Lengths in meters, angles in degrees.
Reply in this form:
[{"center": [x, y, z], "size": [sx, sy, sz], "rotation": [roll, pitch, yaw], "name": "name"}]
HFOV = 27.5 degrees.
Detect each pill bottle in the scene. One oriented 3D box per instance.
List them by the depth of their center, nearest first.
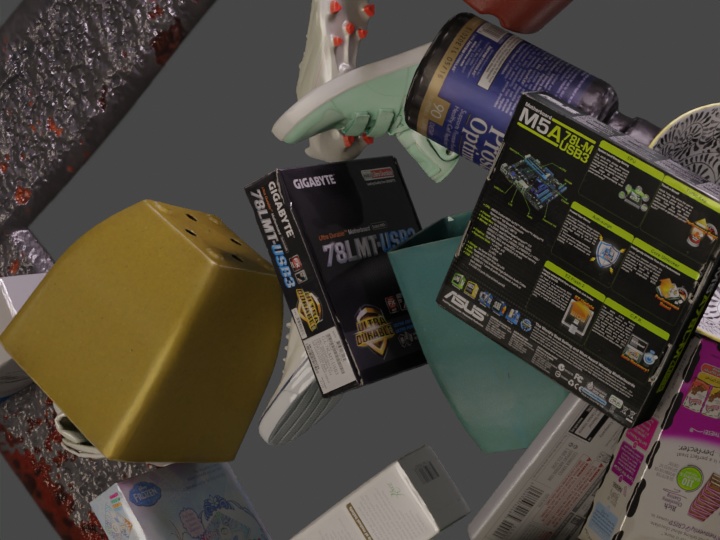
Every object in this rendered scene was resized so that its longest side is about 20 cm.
[{"center": [0.146, -0.127, 1.239], "size": [0.199, 0.112, 0.112], "rotation": [29, 107, 12], "name": "pill bottle"}]

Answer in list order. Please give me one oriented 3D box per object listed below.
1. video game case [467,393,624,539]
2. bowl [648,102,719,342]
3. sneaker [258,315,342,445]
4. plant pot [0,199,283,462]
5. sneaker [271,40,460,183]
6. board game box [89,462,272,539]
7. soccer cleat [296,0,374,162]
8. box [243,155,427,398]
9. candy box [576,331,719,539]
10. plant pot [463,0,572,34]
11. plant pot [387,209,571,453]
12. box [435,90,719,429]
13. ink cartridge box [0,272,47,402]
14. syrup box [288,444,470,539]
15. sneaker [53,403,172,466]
[{"center": [0.220, 0.191, 1.273], "size": [0.181, 0.022, 0.201], "rotation": [27, 111, -19], "name": "video game case"}, {"center": [0.296, -0.029, 1.213], "size": [0.199, 0.094, 0.202], "rotation": [3, 78, -14], "name": "bowl"}, {"center": [-0.044, 0.080, 1.441], "size": [0.071, 0.073, 0.201], "rotation": [44, 107, 34], "name": "sneaker"}, {"center": [-0.188, 0.048, 1.430], "size": [0.194, 0.195, 0.201], "rotation": [40, 104, 29], "name": "plant pot"}, {"center": [0.027, -0.126, 1.331], "size": [0.199, 0.074, 0.119], "rotation": [-22, 89, -11], "name": "sneaker"}, {"center": [-0.149, 0.283, 1.432], "size": [0.043, 0.200, 0.200], "rotation": [-34, 79, 22], "name": "board game box"}, {"center": [-0.031, -0.202, 1.402], "size": [0.077, 0.069, 0.202], "rotation": [1, 93, 44], "name": "soccer cleat"}, {"center": [0.000, 0.000, 1.328], "size": [0.049, 0.200, 0.200], "rotation": [-22, 84, 32], "name": "box"}, {"center": [0.281, 0.159, 1.209], "size": [0.136, 0.061, 0.201], "rotation": [20, 95, -19], "name": "candy box"}, {"center": [0.158, -0.318, 1.232], "size": [0.195, 0.200, 0.201], "rotation": [-46, 75, 32], "name": "plant pot"}, {"center": [0.137, 0.049, 1.303], "size": [0.140, 0.141, 0.201], "rotation": [-11, 100, 28], "name": "plant pot"}, {"center": [0.176, -0.010, 1.142], "size": [0.199, 0.047, 0.194], "rotation": [32, 111, 27], "name": "box"}, {"center": [-0.388, 0.081, 1.567], "size": [0.199, 0.144, 0.085], "rotation": [-30, 81, 26], "name": "ink cartridge box"}, {"center": [0.001, 0.259, 1.420], "size": [0.200, 0.079, 0.082], "rotation": [-39, 78, 25], "name": "syrup box"}, {"center": [-0.278, 0.146, 1.515], "size": [0.199, 0.115, 0.074], "rotation": [15, 89, 40], "name": "sneaker"}]
